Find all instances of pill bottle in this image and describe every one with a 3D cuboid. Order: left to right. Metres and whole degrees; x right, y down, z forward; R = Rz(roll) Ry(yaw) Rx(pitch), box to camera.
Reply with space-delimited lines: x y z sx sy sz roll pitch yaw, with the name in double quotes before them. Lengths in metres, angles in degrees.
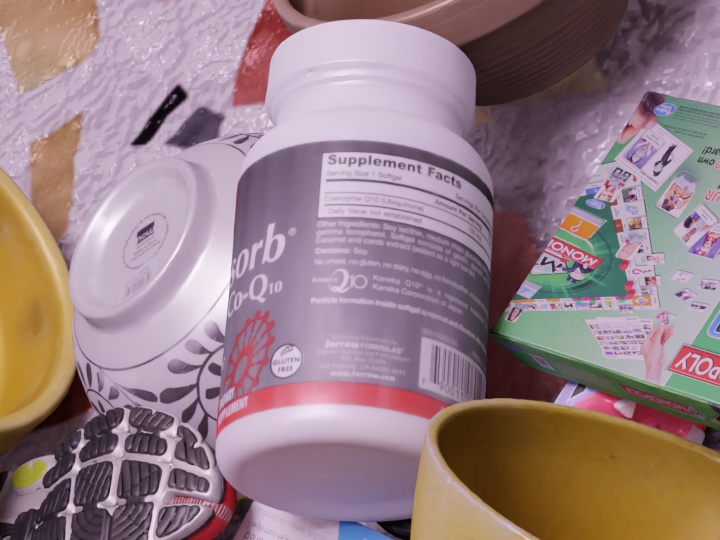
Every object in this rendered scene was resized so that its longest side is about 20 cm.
"pill bottle" 0.000 0.000 1.299 0.116 0.116 0.200 -12 61 31

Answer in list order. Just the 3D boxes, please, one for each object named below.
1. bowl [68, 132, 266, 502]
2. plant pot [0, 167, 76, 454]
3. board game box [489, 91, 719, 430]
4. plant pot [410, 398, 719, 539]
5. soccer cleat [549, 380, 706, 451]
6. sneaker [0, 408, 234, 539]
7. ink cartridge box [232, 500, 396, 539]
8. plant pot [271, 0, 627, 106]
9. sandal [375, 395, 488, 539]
"bowl" -0.078 0.006 1.419 0.201 0.094 0.201 -32 40 32
"plant pot" -0.278 0.041 1.517 0.189 0.201 0.201 -38 47 33
"board game box" 0.156 -0.002 1.234 0.200 0.029 0.135 18 71 53
"plant pot" 0.099 0.158 1.188 0.200 0.200 0.142 33 111 43
"soccer cleat" 0.127 0.042 1.307 0.200 0.067 0.076 -49 26 6
"sneaker" -0.115 0.122 1.392 0.200 0.085 0.077 -20 49 47
"ink cartridge box" -0.034 0.210 1.317 0.115 0.068 0.200 19 77 42
"plant pot" 0.065 -0.145 1.411 0.201 0.093 0.201 -25 31 16
"sandal" 0.023 0.057 1.387 0.075 0.045 0.200 -33 35 9
